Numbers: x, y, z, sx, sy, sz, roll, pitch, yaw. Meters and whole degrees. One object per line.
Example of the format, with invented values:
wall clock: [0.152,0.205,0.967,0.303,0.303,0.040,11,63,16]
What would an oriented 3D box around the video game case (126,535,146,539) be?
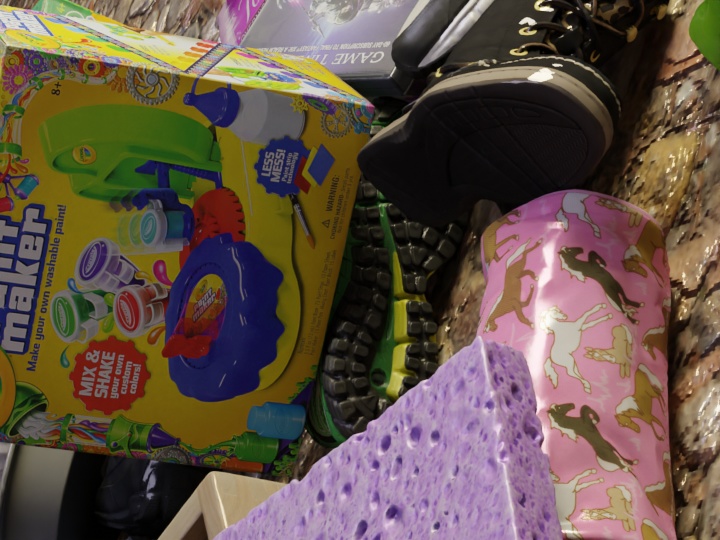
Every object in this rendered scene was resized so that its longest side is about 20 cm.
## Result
video game case: [-0.144,0.283,1.483,0.182,0.045,0.200,-60,25,22]

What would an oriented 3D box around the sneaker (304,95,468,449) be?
sneaker: [0.000,0.000,1.371,0.085,0.078,0.201,-26,48,59]

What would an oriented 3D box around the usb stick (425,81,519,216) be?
usb stick: [0.069,-0.086,1.352,0.056,0.033,0.200,-65,23,21]

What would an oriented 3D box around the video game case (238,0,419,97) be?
video game case: [0.015,-0.177,1.447,0.143,0.019,0.200,2,55,46]

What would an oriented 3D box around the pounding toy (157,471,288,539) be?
pounding toy: [-0.031,0.189,1.241,0.184,0.142,0.200,-52,38,34]

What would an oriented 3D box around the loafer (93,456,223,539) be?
loafer: [-0.113,0.118,1.499,0.201,0.068,0.071,144,136,-74]

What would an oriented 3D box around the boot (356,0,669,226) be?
boot: [0.089,-0.099,1.207,0.151,0.073,0.200,-50,9,-22]

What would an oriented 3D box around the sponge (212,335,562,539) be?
sponge: [0.002,0.123,1.069,0.200,0.030,0.112,-40,42,34]

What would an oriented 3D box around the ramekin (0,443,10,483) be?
ramekin: [-0.228,0.071,1.622,0.202,0.094,0.203,8,-90,-80]

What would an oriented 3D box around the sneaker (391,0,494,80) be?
sneaker: [0.068,-0.189,1.332,0.200,0.080,0.074,-57,-3,-6]

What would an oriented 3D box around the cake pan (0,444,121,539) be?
cake pan: [-0.169,0.112,1.581,0.200,0.037,0.201,16,-90,-79]

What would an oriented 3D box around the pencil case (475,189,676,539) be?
pencil case: [0.093,0.058,1.105,0.083,0.086,0.200,-24,44,29]

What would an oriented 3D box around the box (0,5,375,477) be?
box: [-0.117,-0.016,1.329,0.122,0.192,0.201,-135,55,-67]

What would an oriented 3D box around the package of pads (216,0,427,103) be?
package of pads: [-0.024,-0.127,1.537,0.121,0.076,0.200,-51,29,28]

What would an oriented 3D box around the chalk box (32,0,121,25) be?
chalk box: [-0.192,-0.087,1.690,0.124,0.200,0.125,-37,38,50]

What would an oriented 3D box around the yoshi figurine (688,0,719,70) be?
yoshi figurine: [0.180,-0.136,1.112,0.200,0.112,0.112,51,158,49]
